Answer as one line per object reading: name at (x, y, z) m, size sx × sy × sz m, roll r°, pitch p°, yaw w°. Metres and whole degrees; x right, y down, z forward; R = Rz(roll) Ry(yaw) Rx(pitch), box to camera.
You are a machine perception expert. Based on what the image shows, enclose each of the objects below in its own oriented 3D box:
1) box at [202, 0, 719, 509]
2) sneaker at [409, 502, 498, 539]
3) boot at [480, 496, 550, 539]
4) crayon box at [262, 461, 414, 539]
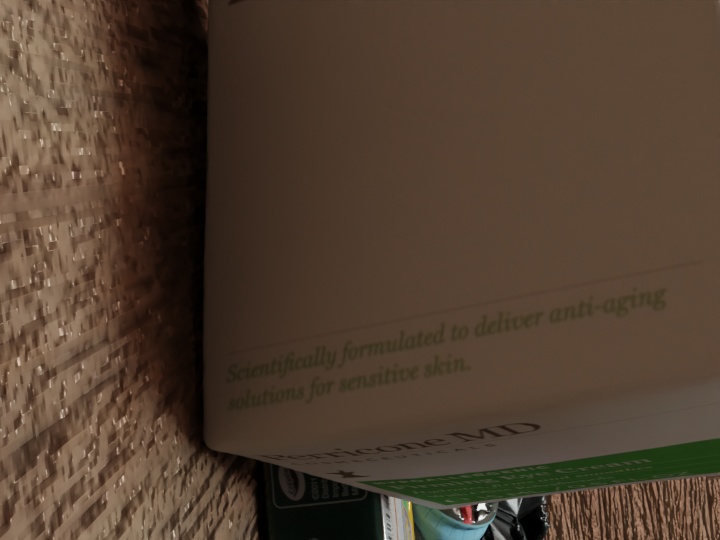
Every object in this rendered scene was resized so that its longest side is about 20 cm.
box at (0.069, -0.030, 0.538) m, size 0.171 × 0.197 × 0.203 m, roll 26°, pitch 58°, yaw -54°
sneaker at (0.009, 0.117, 0.878) m, size 0.096 × 0.079 × 0.200 m, roll -60°, pitch -159°, yaw 16°
boot at (0.086, 0.165, 1.170) m, size 0.168 × 0.076 × 0.202 m, roll 132°, pitch -28°, yaw -51°
crayon box at (-0.008, 0.086, 0.695) m, size 0.200 × 0.051 × 0.127 m, roll 64°, pitch 20°, yaw -76°
